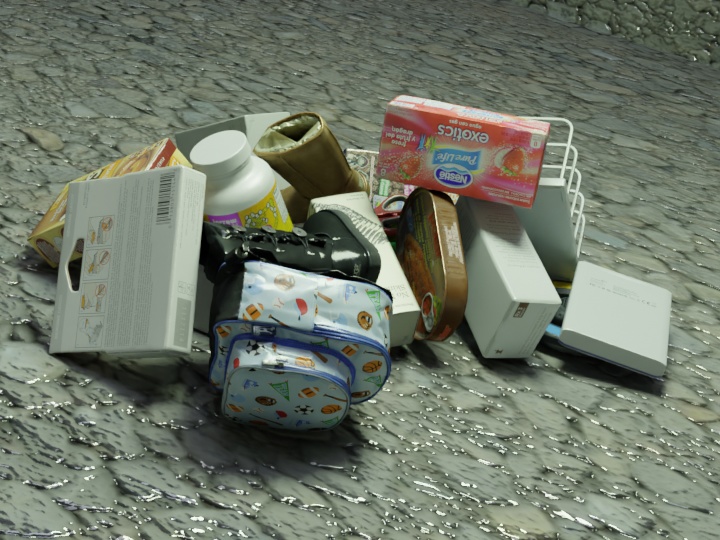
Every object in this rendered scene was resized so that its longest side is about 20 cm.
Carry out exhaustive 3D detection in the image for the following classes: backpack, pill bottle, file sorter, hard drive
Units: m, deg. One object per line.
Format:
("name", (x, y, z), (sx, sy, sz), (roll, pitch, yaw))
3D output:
("backpack", (-0.060, 0.076, 1.296), (0.189, 0.200, 0.155), (1, 65, -10))
("pill bottle", (-0.144, -0.069, 1.563), (0.103, 0.201, 0.105), (-13, 35, 9))
("file sorter", (0.231, -0.097, 1.723), (0.138, 0.201, 0.125), (4, 53, 20))
("hard drive", (0.327, 0.059, 1.605), (0.131, 0.026, 0.200), (19, 29, 6))

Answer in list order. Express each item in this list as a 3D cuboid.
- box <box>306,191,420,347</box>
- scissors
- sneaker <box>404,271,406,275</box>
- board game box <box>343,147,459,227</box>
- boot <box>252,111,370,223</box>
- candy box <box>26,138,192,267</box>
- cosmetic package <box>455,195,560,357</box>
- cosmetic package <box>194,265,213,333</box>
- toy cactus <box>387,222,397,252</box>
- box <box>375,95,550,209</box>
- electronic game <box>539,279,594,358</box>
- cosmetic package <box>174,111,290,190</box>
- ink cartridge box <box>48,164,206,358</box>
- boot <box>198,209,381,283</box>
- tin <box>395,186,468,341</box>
("box", (0.000, 0.000, 1.546), (0.081, 0.069, 0.201), (-11, 52, -20))
("scissors", (-0.012, -0.060, 1.651), (0.198, 0.014, 0.073), (-13, 47, -12))
("sneaker", (0.025, 0.018, 1.612), (0.198, 0.075, 0.082), (7, 20, -3))
("board game box", (0.062, -0.109, 1.820), (0.198, 0.098, 0.159), (6, -2, -8))
("boot", (-0.092, -0.124, 1.644), (0.200, 0.174, 0.067), (42, 25, -62))
("candy box", (-0.311, -0.082, 1.563), (0.199, 0.055, 0.116), (-17, 34, 37))
("cosmetic package", (0.168, 0.003, 1.572), (0.073, 0.102, 0.201), (2, 44, -25))
("cosmetic package", (-0.113, 0.038, 1.479), (0.199, 0.103, 0.074), (21, 25, 23))
("toy cactus", (0.018, -0.027, 1.724), (0.198, 0.103, 0.165), (4, 4, -7))
("box", (0.128, -0.149, 1.561), (0.198, 0.096, 0.103), (12, 17, 8))
("electronic game", (0.285, 0.060, 1.655), (0.198, 0.042, 0.200), (8, 22, -3))
("cosmetic package", (-0.180, -0.158, 1.806), (0.081, 0.114, 0.199), (-10, 5, -36))
("ink cartridge box", (-0.254, -0.006, 1.380), (0.175, 0.202, 0.045), (-4, -14, 34))
("boot", (-0.099, -0.029, 1.425), (0.198, 0.066, 0.165), (-1, 17, -28))
("tin", (0.087, -0.008, 1.542), (0.041, 0.112, 0.201), (6, 58, -19))
